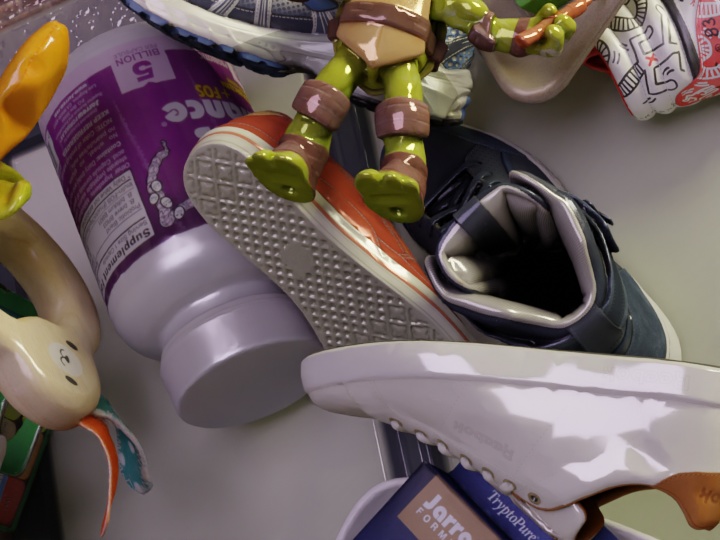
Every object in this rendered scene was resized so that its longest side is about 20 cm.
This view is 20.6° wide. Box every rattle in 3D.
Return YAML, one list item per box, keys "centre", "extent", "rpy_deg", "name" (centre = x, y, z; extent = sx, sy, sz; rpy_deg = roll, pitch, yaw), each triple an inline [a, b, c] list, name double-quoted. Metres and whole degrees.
- centre: [-0.132, 0.007, 0.963]
  extent: [0.143, 0.130, 0.200]
  rpy_deg: [-39, 71, 3]
  name: "rattle"

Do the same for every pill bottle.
- centre: [-0.089, -0.023, 1.032]
  extent: [0.112, 0.112, 0.200]
  rpy_deg: [-32, 63, 13]
  name: "pill bottle"

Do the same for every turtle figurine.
- centre: [0.000, -0.108, 0.920]
  extent: [0.200, 0.064, 0.161]
  rpy_deg: [17, 68, 0]
  name: "turtle figurine"

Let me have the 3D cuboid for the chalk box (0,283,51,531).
- centre: [-0.241, 0.060, 1.074]
  extent: [0.200, 0.124, 0.125]
  rpy_deg: [14, 79, 28]
  name: "chalk box"

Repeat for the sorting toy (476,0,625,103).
- centre: [0.105, -0.206, 0.983]
  extent: [0.200, 0.036, 0.185]
  rpy_deg: [-52, 37, 23]
  name: "sorting toy"

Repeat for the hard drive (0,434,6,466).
- centre: [-0.276, 0.112, 0.989]
  extent: [0.200, 0.026, 0.132]
  rpy_deg: [19, 91, 29]
  name: "hard drive"

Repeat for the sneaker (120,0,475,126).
- centre: [-0.032, -0.138, 0.992]
  extent: [0.200, 0.077, 0.085]
  rpy_deg: [19, 90, 1]
  name: "sneaker"

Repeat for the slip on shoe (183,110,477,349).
- centre: [0.000, 0.000, 0.961]
  extent: [0.200, 0.061, 0.074]
  rpy_deg: [46, 130, -8]
  name: "slip on shoe"

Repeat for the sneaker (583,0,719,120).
- centre: [0.140, -0.172, 0.997]
  extent: [0.108, 0.067, 0.201]
  rpy_deg: [-26, 66, 14]
  name: "sneaker"

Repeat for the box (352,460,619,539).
- centre: [0.026, 0.173, 0.872]
  extent: [0.200, 0.032, 0.121]
  rpy_deg: [-48, 58, 3]
  name: "box"

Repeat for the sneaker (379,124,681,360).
- centre: [0.058, -0.026, 0.943]
  extent: [0.077, 0.146, 0.202]
  rpy_deg: [-49, 58, 5]
  name: "sneaker"

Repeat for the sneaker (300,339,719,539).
- centre: [0.063, 0.075, 0.853]
  extent: [0.200, 0.073, 0.085]
  rpy_deg: [4, 85, 24]
  name: "sneaker"

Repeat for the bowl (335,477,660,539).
- centre: [0.066, 0.205, 0.900]
  extent: [0.200, 0.075, 0.200]
  rpy_deg: [13, 80, 29]
  name: "bowl"
